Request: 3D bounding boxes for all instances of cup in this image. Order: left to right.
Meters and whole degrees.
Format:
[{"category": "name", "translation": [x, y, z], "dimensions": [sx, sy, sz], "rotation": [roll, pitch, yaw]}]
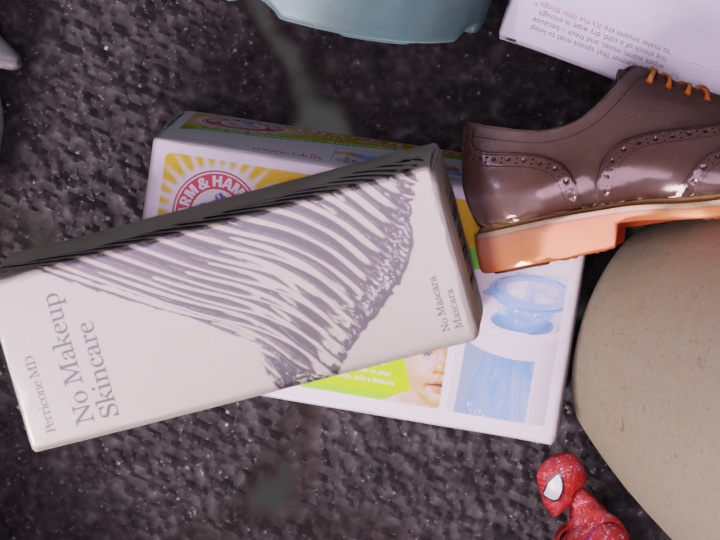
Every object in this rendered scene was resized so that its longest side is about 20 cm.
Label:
[{"category": "cup", "translation": [0.179, 0.048, 1.310], "dimensions": [0.143, 0.200, 0.202], "rotation": [19, 102, 30]}]

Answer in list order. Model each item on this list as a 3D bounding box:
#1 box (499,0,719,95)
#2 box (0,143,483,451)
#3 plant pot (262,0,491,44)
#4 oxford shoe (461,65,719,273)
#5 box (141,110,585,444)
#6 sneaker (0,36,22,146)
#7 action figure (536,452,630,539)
[{"category": "box", "translation": [0.182, -0.153, 1.306], "dimensions": [0.199, 0.097, 0.178], "rotation": [19, 101, 1]}, {"category": "box", "translation": [-0.052, 0.011, 1.263], "dimensions": [0.199, 0.068, 0.083], "rotation": [-16, 100, 7]}, {"category": "plant pot", "translation": [0.005, -0.213, 1.272], "dimensions": [0.199, 0.200, 0.197], "rotation": [15, 109, 2]}, {"category": "oxford shoe", "translation": [0.139, -0.055, 1.245], "dimensions": [0.199, 0.071, 0.073], "rotation": [-14, 90, 2]}, {"category": "box", "translation": [0.000, 0.000, 1.344], "dimensions": [0.199, 0.101, 0.113], "rotation": [8, 101, 3]}, {"category": "sneaker", "translation": [-0.233, -0.043, 1.372], "dimensions": [0.115, 0.075, 0.200], "rotation": [41, 99, -5]}, {"category": "action figure", "translation": [0.092, 0.187, 1.384], "dimensions": [0.098, 0.065, 0.201], "rotation": [-13, 99, -10]}]
